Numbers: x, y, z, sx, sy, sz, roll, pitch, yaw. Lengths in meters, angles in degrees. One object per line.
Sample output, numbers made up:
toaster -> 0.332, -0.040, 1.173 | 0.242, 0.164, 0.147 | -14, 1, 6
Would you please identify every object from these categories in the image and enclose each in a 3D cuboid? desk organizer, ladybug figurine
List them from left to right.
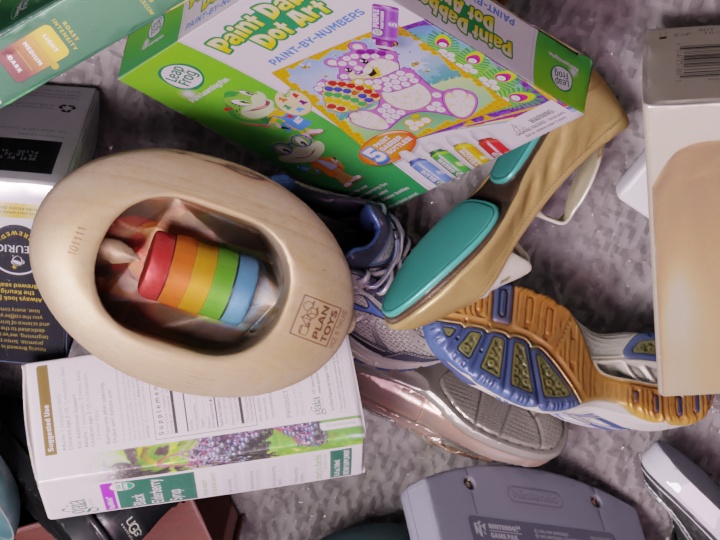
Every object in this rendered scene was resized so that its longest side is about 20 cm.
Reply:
desk organizer -> -0.188, 0.181, 1.673 | 0.199, 0.072, 0.077 | -16, 115, 14
ladybug figurine -> -0.097, 0.001, 1.432 | 0.200, 0.072, 0.136 | 22, 91, -16

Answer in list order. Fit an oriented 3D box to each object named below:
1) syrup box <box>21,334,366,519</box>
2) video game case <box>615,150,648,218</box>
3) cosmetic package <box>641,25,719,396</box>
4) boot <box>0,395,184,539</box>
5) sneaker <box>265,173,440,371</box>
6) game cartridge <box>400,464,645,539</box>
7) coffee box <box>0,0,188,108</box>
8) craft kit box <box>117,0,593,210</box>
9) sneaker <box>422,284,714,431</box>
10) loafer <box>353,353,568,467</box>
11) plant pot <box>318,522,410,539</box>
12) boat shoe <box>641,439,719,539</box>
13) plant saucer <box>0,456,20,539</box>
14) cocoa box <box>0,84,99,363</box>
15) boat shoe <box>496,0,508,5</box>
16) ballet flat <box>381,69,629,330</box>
syrup box -> -0.100, 0.091, 1.496 | 0.199, 0.082, 0.079 | -9, 157, -5
video game case -> 0.288, -0.070, 1.512 | 0.182, 0.023, 0.200 | 33, 117, -14
cosmetic package -> 0.208, -0.035, 1.469 | 0.071, 0.105, 0.201 | -2, 122, 9
boot -> -0.149, 0.101, 1.609 | 0.168, 0.200, 0.077 | -35, 126, -16
sneaker -> 0.000, 0.000, 1.518 | 0.200, 0.077, 0.085 | 25, 151, -25
game cartridge -> 0.113, 0.192, 1.588 | 0.200, 0.134, 0.040 | 13, 146, -40
coffee box -> -0.179, -0.152, 1.447 | 0.200, 0.123, 0.044 | -29, 113, 18
craft kit box -> -0.005, -0.117, 1.423 | 0.197, 0.049, 0.200 | 30, 146, -27
sneaker -> 0.120, 0.066, 1.554 | 0.199, 0.076, 0.088 | 19, 159, -19
loafer -> 0.038, 0.074, 1.599 | 0.200, 0.072, 0.063 | 28, 140, -8
plant pot -> 0.015, 0.248, 1.657 | 0.199, 0.135, 0.201 | 2, 120, 4
boat shoe -> 0.237, 0.196, 1.644 | 0.068, 0.074, 0.199 | -39, 120, 8
plant saucer -> -0.287, 0.095, 1.589 | 0.027, 0.200, 0.200 | -45, 114, -19
cocoa box -> -0.266, -0.034, 1.516 | 0.199, 0.134, 0.132 | 5, 121, 2
boat shoe -> 0.033, -0.160, 1.459 | 0.071, 0.069, 0.200 | 23, 141, -27
ballet flat -> 0.093, -0.033, 1.486 | 0.063, 0.069, 0.200 | 38, 87, -23
